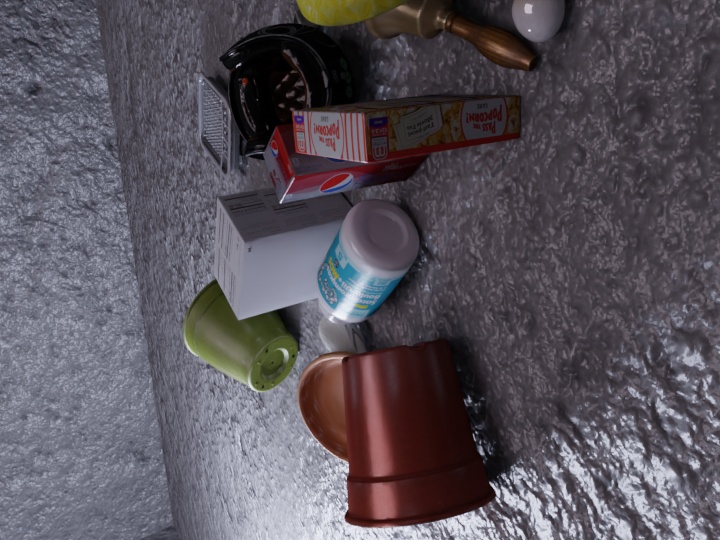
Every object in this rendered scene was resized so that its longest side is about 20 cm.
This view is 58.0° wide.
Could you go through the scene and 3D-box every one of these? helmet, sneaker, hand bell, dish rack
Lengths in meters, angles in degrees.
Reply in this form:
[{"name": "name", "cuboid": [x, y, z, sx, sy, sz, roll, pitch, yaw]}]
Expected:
[{"name": "helmet", "cuboid": [-0.104, -0.250, 0.921, 0.191, 0.193, 0.207, -73, -22, -75]}, {"name": "sneaker", "cuboid": [-0.004, 0.154, 1.054, 0.070, 0.072, 0.205, -19, 97, 31]}, {"name": "hand bell", "cuboid": [0.104, -0.257, 0.684, 0.199, 0.103, 0.106, 41, 136, 29]}, {"name": "dish rack", "cuboid": [-0.299, -0.313, 1.394, 0.200, 0.042, 0.176, 48, 141, 41]}]

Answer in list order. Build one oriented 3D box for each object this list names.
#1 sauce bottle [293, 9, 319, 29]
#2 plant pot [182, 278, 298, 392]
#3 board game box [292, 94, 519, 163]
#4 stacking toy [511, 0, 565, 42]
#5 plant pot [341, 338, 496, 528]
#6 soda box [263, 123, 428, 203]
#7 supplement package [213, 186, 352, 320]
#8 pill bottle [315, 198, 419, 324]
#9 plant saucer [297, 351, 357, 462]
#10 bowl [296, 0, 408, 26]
[{"name": "sauce bottle", "cuboid": [-0.111, -0.325, 1.036, 0.066, 0.063, 0.200, 66, 148, 18]}, {"name": "plant pot", "cuboid": [-0.231, 0.142, 1.336, 0.191, 0.197, 0.205, 34, 131, 34]}, {"name": "board game box", "cuboid": [0.047, -0.155, 0.686, 0.150, 0.195, 0.048, 22, 121, 55]}, {"name": "stacking toy", "cuboid": [0.138, -0.302, 0.566, 0.145, 0.144, 0.205, 17, 131, 57]}, {"name": "plant pot", "cuboid": [0.061, 0.199, 0.835, 0.200, 0.195, 0.202, -24, 73, 60]}, {"name": "soda box", "cuboid": [-0.016, -0.142, 0.801, 0.063, 0.195, 0.072, -45, 64, 56]}, {"name": "supplement package", "cuboid": [-0.120, -0.037, 1.029, 0.112, 0.195, 0.159, 51, 143, 37]}, {"name": "pill bottle", "cuboid": [0.000, 0.000, 0.923, 0.113, 0.108, 0.201, 63, 149, 22]}, {"name": "plant saucer", "cuboid": [-0.007, 0.213, 1.014, 0.194, 0.037, 0.206, 11, 117, 22]}, {"name": "bowl", "cuboid": [0.003, -0.349, 0.633, 0.200, 0.199, 0.109, 41, 169, 45]}]
